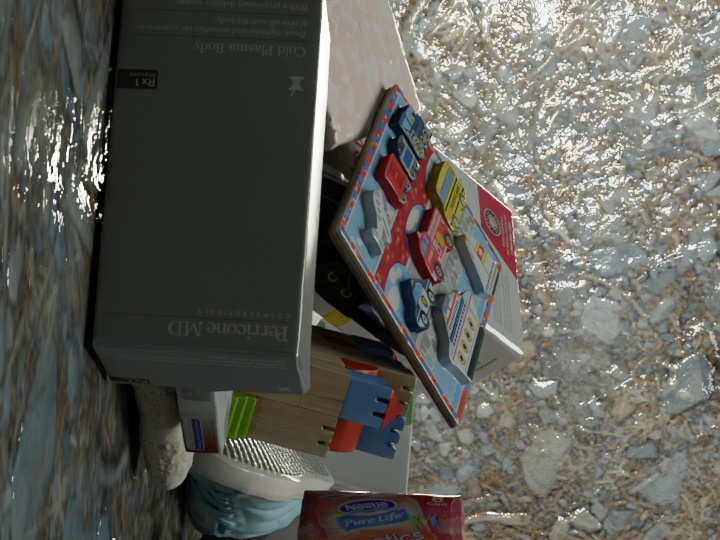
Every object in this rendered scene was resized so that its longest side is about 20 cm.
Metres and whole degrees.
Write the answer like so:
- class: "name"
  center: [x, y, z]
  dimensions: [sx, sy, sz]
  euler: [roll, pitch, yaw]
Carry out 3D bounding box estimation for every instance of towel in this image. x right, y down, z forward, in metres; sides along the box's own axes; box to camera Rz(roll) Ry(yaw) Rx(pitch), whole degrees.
- class: "towel"
  center: [-0.025, -0.181, 1.477]
  dimensions: [0.191, 0.032, 0.200]
  euler: [-32, 106, -68]
- class: "towel"
  center: [-0.104, 0.005, 1.281]
  dimensions: [0.133, 0.034, 0.200]
  euler: [87, 7, -53]

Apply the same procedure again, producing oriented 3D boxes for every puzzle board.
- class: "puzzle board"
  center: [0.042, -0.014, 1.438]
  dimensions: [0.151, 0.017, 0.200]
  euler: [58, 25, -21]

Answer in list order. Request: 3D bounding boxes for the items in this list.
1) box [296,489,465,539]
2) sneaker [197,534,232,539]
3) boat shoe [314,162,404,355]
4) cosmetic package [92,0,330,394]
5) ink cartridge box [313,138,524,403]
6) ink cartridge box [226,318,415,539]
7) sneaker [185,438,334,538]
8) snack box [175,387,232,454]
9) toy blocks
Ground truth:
- class: "box"
  center: [0.011, 0.242, 1.380]
  dimensions: [0.095, 0.102, 0.200]
  euler: [-82, 173, -67]
- class: "sneaker"
  center: [-0.079, 0.245, 1.528]
  dimensions: [0.200, 0.079, 0.074]
  euler: [87, 7, -47]
- class: "boat shoe"
  center: [0.000, 0.000, 1.440]
  dimensions: [0.200, 0.070, 0.066]
  euler: [45, 0, -35]
- class: "cosmetic package"
  center: [-0.072, -0.043, 1.146]
  dimensions: [0.090, 0.107, 0.200]
  euler: [85, 6, -72]
- class: "ink cartridge box"
  center: [0.017, -0.025, 1.575]
  dimensions: [0.200, 0.083, 0.145]
  euler: [38, 35, -33]
- class: "ink cartridge box"
  center: [-0.033, 0.159, 1.706]
  dimensions: [0.200, 0.084, 0.146]
  euler: [118, -16, -46]
- class: "sneaker"
  center: [-0.082, 0.144, 1.484]
  dimensions: [0.082, 0.074, 0.200]
  euler: [-47, 155, 5]
- class: "snack box"
  center: [-0.076, -0.001, 1.256]
  dimensions: [0.072, 0.024, 0.200]
  euler: [86, 8, -51]
- class: "toy blocks"
  center: [-0.031, 0.069, 1.376]
  dimensions: [0.200, 0.137, 0.100]
  euler: [-132, -122, -76]
